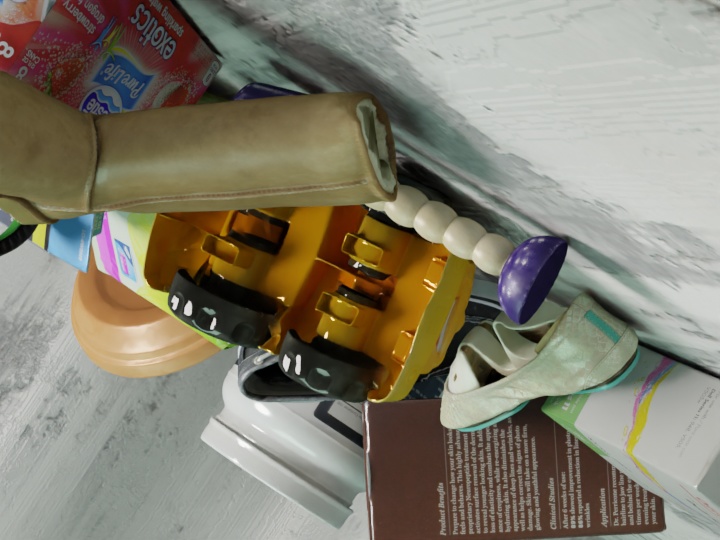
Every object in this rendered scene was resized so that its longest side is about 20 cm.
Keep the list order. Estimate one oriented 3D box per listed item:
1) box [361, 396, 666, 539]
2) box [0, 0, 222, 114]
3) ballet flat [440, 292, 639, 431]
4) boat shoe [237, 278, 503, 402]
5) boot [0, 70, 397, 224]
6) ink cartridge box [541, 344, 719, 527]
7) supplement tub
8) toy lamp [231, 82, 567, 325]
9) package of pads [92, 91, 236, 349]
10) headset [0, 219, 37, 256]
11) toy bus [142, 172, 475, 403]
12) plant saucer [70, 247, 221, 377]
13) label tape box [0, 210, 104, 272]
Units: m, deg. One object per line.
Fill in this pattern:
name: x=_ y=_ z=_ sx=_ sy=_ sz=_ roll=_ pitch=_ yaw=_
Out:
box: x=0.102 y=0.133 z=1.334 sx=0.200 sy=0.100 sz=0.075 roll=-2 pitch=177 yaw=-3
box: x=-0.166 y=-0.130 z=1.089 sx=0.095 sy=0.100 sz=0.200 roll=31 pitch=173 yaw=19
ballet flat: x=0.097 y=0.051 z=1.214 sx=0.062 sy=0.067 sz=0.200 roll=45 pitch=148 yaw=-13
boat shoe: x=0.014 y=0.055 z=1.317 sx=0.068 sy=0.200 sz=0.072 roll=-86 pitch=-10 yaw=-57
boot: x=-0.094 y=-0.067 z=0.966 sx=0.200 sy=0.066 sz=0.175 roll=-3 pitch=172 yaw=11
ink cartridge box: x=0.214 y=0.112 z=1.178 sx=0.117 sy=0.067 sz=0.200 roll=37 pitch=174 yaw=-31
supplement tub: x=-0.012 y=0.072 z=1.435 sx=0.140 sy=0.200 sz=0.140 roll=33 pitch=175 yaw=4
toy lamp: x=0.015 y=-0.042 z=1.060 sx=0.200 sy=0.058 sz=0.058 roll=30 pitch=174 yaw=15
package of pads: x=-0.125 y=-0.052 z=1.342 sx=0.200 sy=0.068 sz=0.155 roll=27 pitch=129 yaw=52
headset: x=-0.290 y=-0.075 z=1.216 sx=0.200 sy=0.124 sz=0.094 roll=27 pitch=149 yaw=-35
toy bus: x=0.000 y=0.000 z=1.199 sx=0.200 sy=0.136 sz=0.192 roll=27 pitch=-175 yaw=32
plant saucer: x=-0.137 y=-0.010 z=1.475 sx=0.200 sy=0.200 sz=0.037 roll=27 pitch=161 yaw=46
label tape box: x=-0.206 y=-0.099 z=1.313 sx=0.066 sy=0.143 sz=0.200 roll=-6 pitch=-156 yaw=-43
